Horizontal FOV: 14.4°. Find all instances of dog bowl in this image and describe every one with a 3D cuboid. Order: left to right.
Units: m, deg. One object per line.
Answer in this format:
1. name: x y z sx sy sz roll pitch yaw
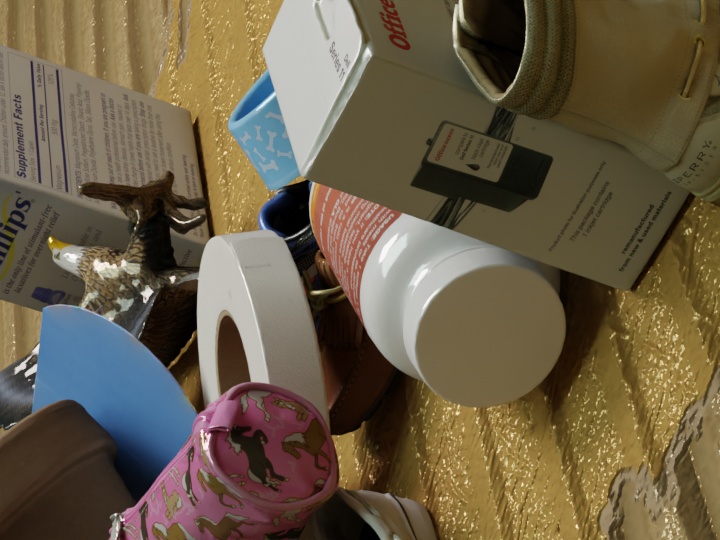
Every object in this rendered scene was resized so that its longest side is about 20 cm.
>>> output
1. dog bowl: -0.007 -0.140 1.792 0.200 0.050 0.111 -49 12 -12

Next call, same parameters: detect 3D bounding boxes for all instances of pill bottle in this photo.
1. pill bottle: 0.045 -0.005 1.578 0.112 0.112 0.200 -64 23 17

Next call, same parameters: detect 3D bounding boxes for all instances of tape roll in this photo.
1. tape roll: -0.061 0.074 1.752 0.203 0.037 0.203 173 90 -75

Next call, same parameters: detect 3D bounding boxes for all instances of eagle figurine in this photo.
1. eagle figurine: -0.177 0.027 2.025 0.151 0.152 0.200 47 120 59

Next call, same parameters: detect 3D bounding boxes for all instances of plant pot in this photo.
1. plant pot: -0.197 0.214 1.844 0.200 0.175 0.200 -44 -10 -10

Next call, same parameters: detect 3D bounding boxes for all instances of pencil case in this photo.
1. pencil case: -0.082 0.138 1.643 0.200 0.086 0.083 -50 52 53

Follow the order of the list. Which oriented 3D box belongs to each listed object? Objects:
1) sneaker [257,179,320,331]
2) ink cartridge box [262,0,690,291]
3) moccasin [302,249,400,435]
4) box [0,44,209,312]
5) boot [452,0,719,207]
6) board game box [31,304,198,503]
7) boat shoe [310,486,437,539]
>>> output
1. sneaker: -0.037 -0.018 1.826 0.200 0.078 0.075 -50 29 41
2. ink cartridge box: 0.059 -0.085 1.492 0.083 0.200 0.147 -60 24 25
3. moccasin: 0.001 0.000 1.717 0.074 0.078 0.202 40 114 64
4. box: -0.228 -0.061 2.147 0.105 0.200 0.184 -59 25 29
5. boot: 0.121 -0.129 1.444 0.072 0.154 0.200 -55 27 34
6. board game box: -0.150 0.106 1.908 0.158 0.039 0.200 36 138 24
7. boat shoe: 0.015 0.180 1.556 0.072 0.066 0.200 -60 24 24
